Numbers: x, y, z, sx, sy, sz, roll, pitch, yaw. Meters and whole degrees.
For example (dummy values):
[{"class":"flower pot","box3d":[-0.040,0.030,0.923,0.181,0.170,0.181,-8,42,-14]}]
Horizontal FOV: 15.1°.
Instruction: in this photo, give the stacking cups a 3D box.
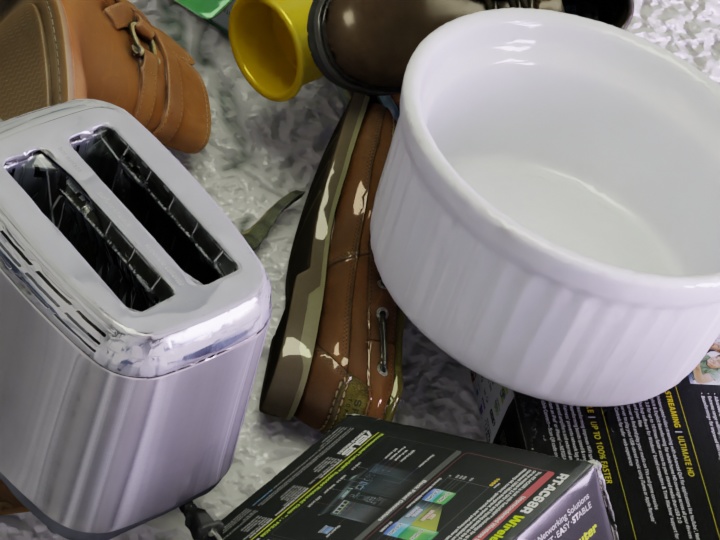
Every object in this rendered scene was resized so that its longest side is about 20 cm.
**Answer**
[{"class":"stacking cups","box3d":[0.024,-0.151,1.458,0.199,0.061,0.061,-26,59,-33]}]

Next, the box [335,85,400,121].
[{"class":"box","box3d":[0.076,-0.070,1.466,0.136,0.040,0.201,-8,50,-23]}]

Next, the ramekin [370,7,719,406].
[{"class":"ramekin","box3d":[0.101,-0.027,1.311,0.199,0.098,0.201,14,38,-11]}]

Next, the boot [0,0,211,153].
[{"class":"boot","box3d":[-0.137,-0.088,1.369,0.155,0.077,0.200,36,21,-44]}]

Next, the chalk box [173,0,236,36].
[{"class":"chalk box","box3d":[-0.044,-0.209,1.504,0.125,0.124,0.200,34,48,17]}]

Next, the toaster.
[{"class":"toaster","box3d":[-0.117,0.022,1.179,0.113,0.130,0.200,-22,58,-35]}]

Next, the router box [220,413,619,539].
[{"class":"router box","box3d":[-0.002,0.147,1.182,0.149,0.062,0.200,8,35,42]}]

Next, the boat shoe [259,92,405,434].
[{"class":"boat shoe","box3d":[0.000,0.000,1.368,0.068,0.072,0.201,17,55,-6]}]

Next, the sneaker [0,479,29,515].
[{"class":"sneaker","box3d":[-0.166,0.062,1.266,0.199,0.067,0.090,1,41,-16]}]

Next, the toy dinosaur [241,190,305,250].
[{"class":"toy dinosaur","box3d":[-0.095,-0.008,1.344,0.088,0.048,0.200,-4,11,16]}]

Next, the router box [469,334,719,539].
[{"class":"router box","box3d":[0.142,0.102,1.316,0.148,0.051,0.201,3,47,-15]}]

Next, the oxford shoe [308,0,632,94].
[{"class":"oxford shoe","box3d":[0.060,-0.135,1.395,0.199,0.073,0.084,-14,7,-38]}]
